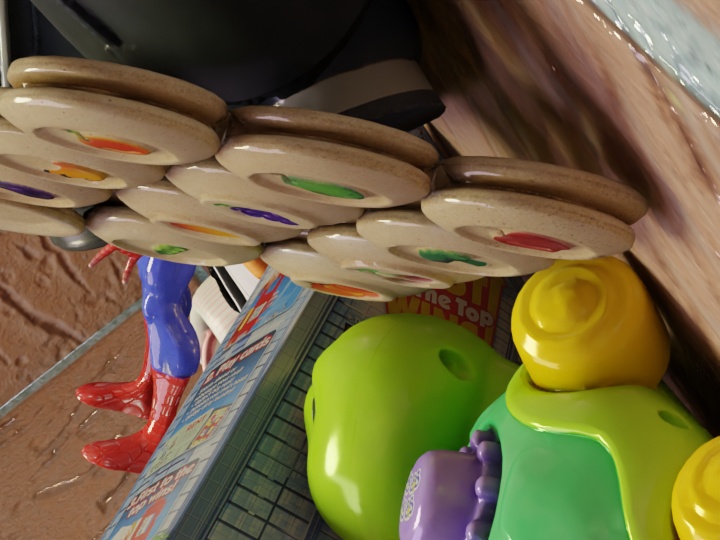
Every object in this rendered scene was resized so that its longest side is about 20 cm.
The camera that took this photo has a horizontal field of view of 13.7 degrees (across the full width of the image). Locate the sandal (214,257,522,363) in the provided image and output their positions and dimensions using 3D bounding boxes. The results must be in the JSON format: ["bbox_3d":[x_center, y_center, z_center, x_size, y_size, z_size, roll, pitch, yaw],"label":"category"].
[{"bbox_3d":[-0.005,0.006,1.004,0.207,0.079,0.059,52,149,-8],"label":"sandal"}]

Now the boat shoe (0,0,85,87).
[{"bbox_3d":[-0.098,-0.130,0.770,0.075,0.062,0.201,-125,19,-70],"label":"boat shoe"}]

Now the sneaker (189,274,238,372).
[{"bbox_3d":[-0.018,0.038,1.346,0.075,0.105,0.200,48,175,30],"label":"sneaker"}]

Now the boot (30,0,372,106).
[{"bbox_3d":[-0.049,-0.107,0.638,0.168,0.077,0.200,37,159,-31],"label":"boot"}]

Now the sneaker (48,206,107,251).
[{"bbox_3d":[-0.120,-0.107,1.234,0.091,0.076,0.201,59,-167,-47],"label":"sneaker"}]

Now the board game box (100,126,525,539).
[{"bbox_3d":[0.021,0.066,0.914,0.200,0.201,0.062,31,143,-23],"label":"board game box"}]

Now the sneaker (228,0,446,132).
[{"bbox_3d":[-0.021,-0.068,0.834,0.200,0.070,0.082,166,82,-81],"label":"sneaker"}]

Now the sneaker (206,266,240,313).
[{"bbox_3d":[-0.052,-0.053,1.133,0.200,0.077,0.111,56,174,-28],"label":"sneaker"}]

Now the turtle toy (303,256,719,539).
[{"bbox_3d":[0.059,0.074,0.791,0.200,0.101,0.146,49,174,42],"label":"turtle toy"}]

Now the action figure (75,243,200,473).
[{"bbox_3d":[-0.068,-0.025,1.066,0.051,0.201,0.066,13,-153,-10],"label":"action figure"}]

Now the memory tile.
[{"bbox_3d":[-0.030,-0.018,0.737,0.152,0.017,0.200,13,172,-15],"label":"memory tile"}]
